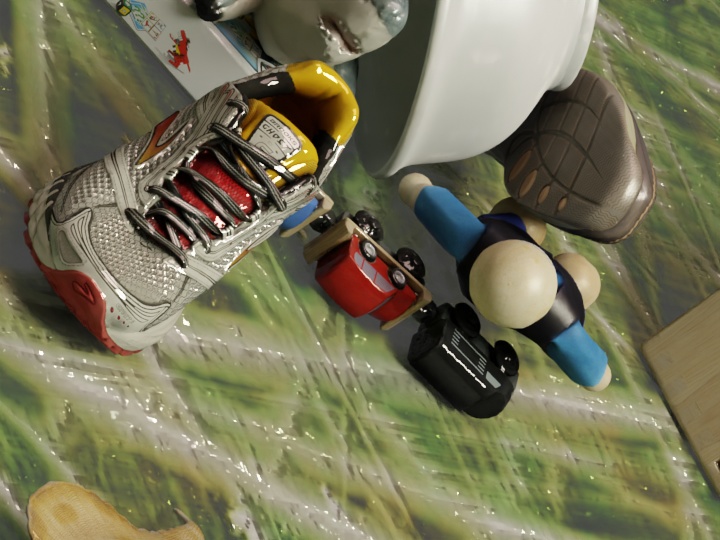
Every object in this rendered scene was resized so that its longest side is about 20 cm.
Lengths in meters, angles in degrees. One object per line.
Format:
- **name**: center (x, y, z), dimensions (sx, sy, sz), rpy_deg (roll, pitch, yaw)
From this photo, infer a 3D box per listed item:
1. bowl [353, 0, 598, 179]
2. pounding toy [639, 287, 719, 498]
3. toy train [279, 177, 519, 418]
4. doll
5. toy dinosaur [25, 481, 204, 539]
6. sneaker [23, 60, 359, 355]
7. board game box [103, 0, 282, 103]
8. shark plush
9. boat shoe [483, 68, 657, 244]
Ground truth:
- **bowl**: center (0.060, -0.138, 1.413), dimensions (0.090, 0.201, 0.201), rpy_deg (7, 40, -11)
- **pounding toy**: center (0.298, 0.059, 1.610), dimensions (0.200, 0.184, 0.142), rpy_deg (11, 48, -56)
- **toy train**: center (0.000, 0.000, 1.347), dimensions (0.200, 0.034, 0.046), rpy_deg (43, 37, -22)
- **doll**: center (0.072, 0.001, 1.390), dimensions (0.136, 0.048, 0.200), rpy_deg (46, 7, 1)
- **toy dinosaur**: center (-0.077, 0.115, 1.024), dimensions (0.101, 0.058, 0.200), rpy_deg (58, 25, 13)
- **sneaker**: center (-0.067, -0.036, 1.199), dimensions (0.078, 0.082, 0.200), rpy_deg (50, 35, -7)
- **board game box**: center (-0.087, -0.149, 1.383), dimensions (0.200, 0.035, 0.126), rpy_deg (48, 25, -11)
- **shark plush**: center (-0.001, -0.141, 1.380), dimensions (0.091, 0.083, 0.200), rpy_deg (49, 25, -10)
- **boat shoe**: center (0.112, -0.056, 1.454), dimensions (0.073, 0.074, 0.200), rpy_deg (36, 9, -22)
